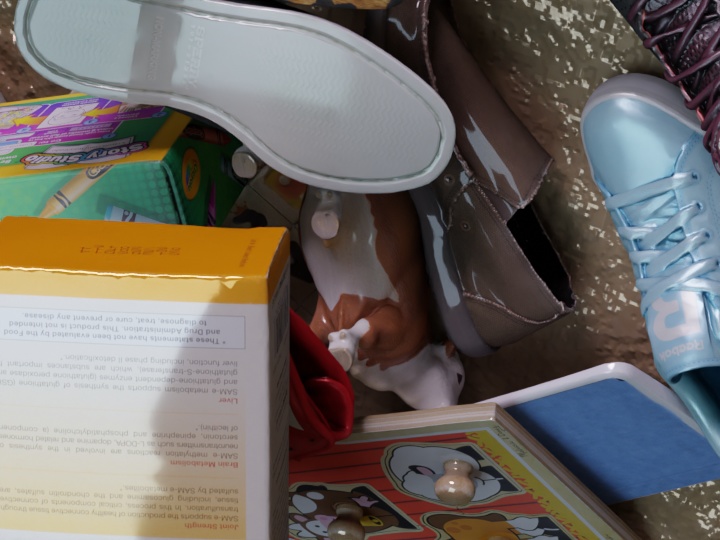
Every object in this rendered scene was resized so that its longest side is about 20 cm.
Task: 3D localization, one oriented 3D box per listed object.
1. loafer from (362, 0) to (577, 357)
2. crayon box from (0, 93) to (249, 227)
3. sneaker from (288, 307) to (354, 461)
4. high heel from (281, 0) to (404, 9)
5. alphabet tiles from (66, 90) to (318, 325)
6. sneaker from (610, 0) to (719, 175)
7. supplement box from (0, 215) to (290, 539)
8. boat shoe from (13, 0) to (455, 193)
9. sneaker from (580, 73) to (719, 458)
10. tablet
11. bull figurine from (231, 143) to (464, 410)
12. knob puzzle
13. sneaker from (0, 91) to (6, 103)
[{"bbox_3d":[0.058,-0.056,0.779,0.071,0.073,0.200,-9,115,23],"label":"loafer"},{"bbox_3d":[-0.165,-0.041,0.815,0.199,0.119,0.058,-5,115,15],"label":"crayon box"},{"bbox_3d":[-0.065,0.099,0.759,0.115,0.078,0.200,9,121,11],"label":"sneaker"},{"bbox_3d":[-0.089,-0.128,0.654,0.200,0.143,0.071,28,136,4],"label":"high heel"},{"bbox_3d":[-0.092,-0.016,0.883,0.200,0.006,0.166,42,117,-10],"label":"alphabet tiles"},{"bbox_3d":[0.153,-0.085,0.669,0.200,0.116,0.076,43,128,3],"label":"sneaker"},{"bbox_3d":[-0.094,0.083,0.688,0.126,0.074,0.201,3,108,3],"label":"supplement box"},{"bbox_3d":[-0.051,-0.094,0.728,0.200,0.060,0.076,23,113,-1],"label":"boat shoe"},{"bbox_3d":[0.156,0.007,0.738,0.074,0.082,0.200,-28,99,37],"label":"sneaker"},{"bbox_3d":[0.083,0.095,0.829,0.200,0.014,0.130,-21,141,36],"label":"tablet"},{"bbox_3d":[0.000,0.000,0.810,0.065,0.121,0.201,-4,107,29],"label":"bull figurine"},{"bbox_3d":[0.023,0.131,0.849,0.219,0.031,0.220,8,150,4],"label":"knob puzzle"},{"bbox_3d":[-0.187,-0.036,0.937,0.080,0.074,0.200,-11,114,18],"label":"sneaker"}]
